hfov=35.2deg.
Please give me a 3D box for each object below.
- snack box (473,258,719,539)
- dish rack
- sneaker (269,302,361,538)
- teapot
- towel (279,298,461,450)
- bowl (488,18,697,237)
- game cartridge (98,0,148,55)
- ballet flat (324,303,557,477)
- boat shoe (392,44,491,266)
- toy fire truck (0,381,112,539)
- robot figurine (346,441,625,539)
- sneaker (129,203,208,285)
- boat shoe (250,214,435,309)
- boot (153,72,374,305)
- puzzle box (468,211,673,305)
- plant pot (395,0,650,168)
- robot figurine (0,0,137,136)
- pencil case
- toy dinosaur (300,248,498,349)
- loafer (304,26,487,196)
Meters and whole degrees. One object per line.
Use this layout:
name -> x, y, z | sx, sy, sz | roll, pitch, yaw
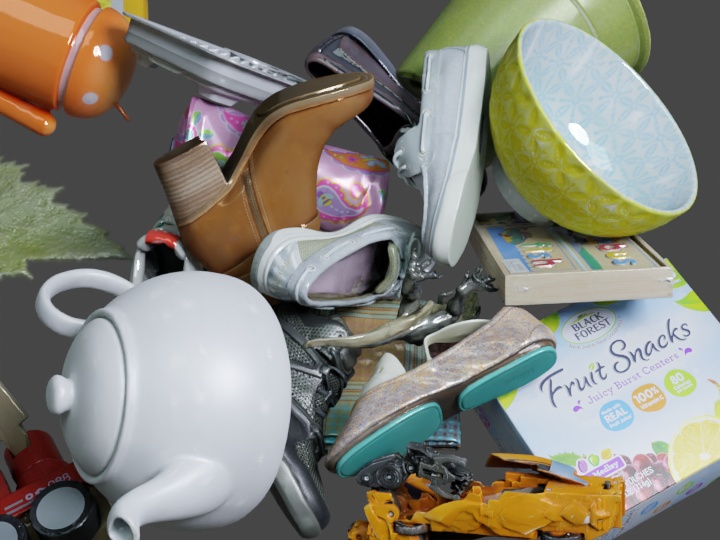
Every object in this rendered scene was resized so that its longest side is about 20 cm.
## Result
snack box -> 0.207, 0.105, 0.903 | 0.199, 0.068, 0.169 | -23, 60, -17
dish rack -> -0.114, -0.178, 1.054 | 0.171, 0.199, 0.044 | 31, 102, 37
sneaker -> -0.040, 0.102, 0.876 | 0.113, 0.077, 0.200 | -19, 51, -7
teapot -> -0.151, 0.087, 0.803 | 0.145, 0.199, 0.199 | 7, 78, -32
towel -> -0.015, 0.081, 0.951 | 0.198, 0.022, 0.148 | 2, 54, 1
bowl -> 0.174, -0.100, 0.953 | 0.199, 0.108, 0.201 | 24, 43, -25
game cartridge -> -0.319, -0.302, 1.227 | 0.174, 0.033, 0.201 | -7, 55, -5
ballet flat -> 0.052, 0.085, 0.854 | 0.199, 0.068, 0.067 | -25, 57, -13
boat shoe -> 0.065, -0.097, 0.944 | 0.071, 0.070, 0.203 | 4, 66, 15
toy fire truck -> -0.290, 0.166, 0.839 | 0.175, 0.129, 0.200 | -26, 46, -17
robot figurine -> 0.088, 0.192, 0.808 | 0.198, 0.147, 0.058 | 1, 12, 20
sneaker -> -0.153, -0.019, 0.979 | 0.070, 0.094, 0.201 | 9, 54, 6
boat shoe -> 0.000, -0.001, 0.936 | 0.065, 0.075, 0.201 | 30, 20, 36
boot -> -0.054, -0.061, 0.936 | 0.199, 0.156, 0.077 | -30, 20, -7
puzzle box -> 0.168, -0.016, 0.950 | 0.132, 0.026, 0.200 | -3, 17, -3
plant pot -> 0.134, -0.200, 1.071 | 0.190, 0.200, 0.200 | -43, 64, -14
robot figurine -> -0.302, -0.222, 1.100 | 0.199, 0.117, 0.145 | 23, 62, -5
pencil case -> -0.073, -0.086, 1.007 | 0.198, 0.088, 0.088 | 17, 53, -9
toy dinosaur -> 0.051, 0.029, 0.886 | 0.199, 0.088, 0.048 | -4, 50, -46
loafer -> 0.027, -0.129, 1.017 | 0.200, 0.072, 0.063 | 48, 49, 6
